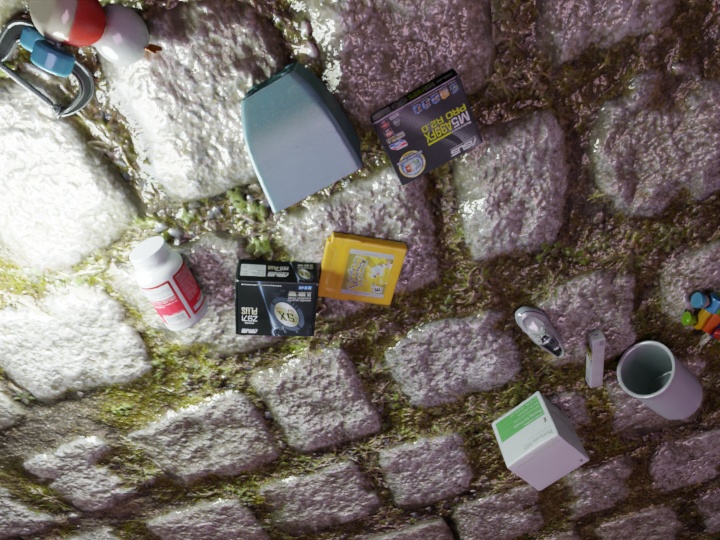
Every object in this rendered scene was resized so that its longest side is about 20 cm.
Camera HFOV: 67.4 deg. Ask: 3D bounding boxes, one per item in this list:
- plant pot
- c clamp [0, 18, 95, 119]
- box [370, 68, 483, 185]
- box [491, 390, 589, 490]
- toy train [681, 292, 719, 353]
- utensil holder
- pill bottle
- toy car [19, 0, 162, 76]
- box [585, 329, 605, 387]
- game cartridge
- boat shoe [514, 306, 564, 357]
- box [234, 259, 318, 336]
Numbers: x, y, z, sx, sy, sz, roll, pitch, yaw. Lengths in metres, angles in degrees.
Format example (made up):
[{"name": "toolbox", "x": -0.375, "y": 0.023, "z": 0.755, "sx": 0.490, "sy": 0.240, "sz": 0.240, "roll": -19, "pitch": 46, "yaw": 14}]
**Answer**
[{"name": "plant pot", "x": -0.123, "y": -0.271, "z": 1.030, "sx": 0.192, "sy": 0.198, "sz": 0.203, "roll": -24, "pitch": 117, "yaw": 10}, {"name": "c clamp", "x": -0.604, "y": -0.360, "z": 1.000, "sx": 0.198, "sy": 0.027, "sz": 0.171, "roll": 34, "pitch": 109, "yaw": -25}, {"name": "box", "x": 0.139, "y": -0.295, "z": 1.131, "sx": 0.196, "sy": 0.045, "sz": 0.162, "roll": -25, "pitch": 124, "yaw": 10}, {"name": "box", "x": 0.556, "y": 0.533, "z": 1.685, "sx": 0.198, "sy": 0.173, "sz": 0.199, "roll": -41, "pitch": 121, "yaw": 20}, {"name": "toy train", "x": 0.968, "y": 0.153, "z": 1.538, "sx": 0.112, "sy": 0.086, "sz": 0.204, "roll": 12, "pitch": 123, "yaw": -3}, {"name": "utensil holder", "x": 0.885, "y": 0.327, "z": 1.594, "sx": 0.198, "sy": 0.172, "sz": 0.170, "roll": 32, "pitch": 116, "yaw": -29}, {"name": "pill bottle", "x": -0.439, "y": 0.030, "z": 1.236, "sx": 0.109, "sy": 0.114, "sz": 0.204, "roll": -17, "pitch": 125, "yaw": 5}, {"name": "toy car", "x": -0.441, "y": -0.420, "z": 0.924, "sx": 0.197, "sy": 0.176, "sz": 0.188, "roll": 11, "pitch": 113, "yaw": -49}, {"name": "box", "x": 0.694, "y": 0.263, "z": 1.598, "sx": 0.040, "sy": 0.039, "sz": 0.204, "roll": -13, "pitch": 125, "yaw": 4}, {"name": "game cartridge", "x": 0.000, "y": 0.000, "z": 1.325, "sx": 0.194, "sy": 0.033, "sz": 0.180, "roll": 6, "pitch": 123, "yaw": -13}, {"name": "boat shoe", "x": 0.505, "y": 0.170, "z": 1.490, "sx": 0.198, "sy": 0.068, "sz": 0.074, "roll": 33, "pitch": 115, "yaw": -26}, {"name": "box", "x": -0.204, "y": 0.069, "z": 1.311, "sx": 0.193, "sy": 0.087, "sz": 0.167, "roll": 3, "pitch": 125, "yaw": -10}]
